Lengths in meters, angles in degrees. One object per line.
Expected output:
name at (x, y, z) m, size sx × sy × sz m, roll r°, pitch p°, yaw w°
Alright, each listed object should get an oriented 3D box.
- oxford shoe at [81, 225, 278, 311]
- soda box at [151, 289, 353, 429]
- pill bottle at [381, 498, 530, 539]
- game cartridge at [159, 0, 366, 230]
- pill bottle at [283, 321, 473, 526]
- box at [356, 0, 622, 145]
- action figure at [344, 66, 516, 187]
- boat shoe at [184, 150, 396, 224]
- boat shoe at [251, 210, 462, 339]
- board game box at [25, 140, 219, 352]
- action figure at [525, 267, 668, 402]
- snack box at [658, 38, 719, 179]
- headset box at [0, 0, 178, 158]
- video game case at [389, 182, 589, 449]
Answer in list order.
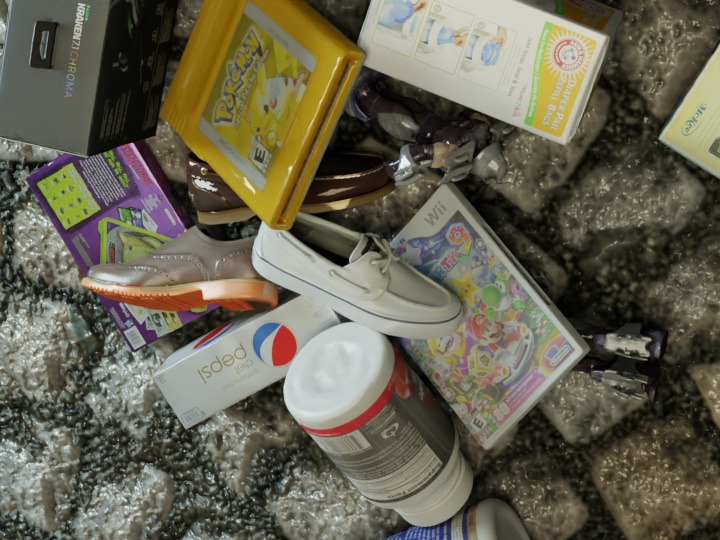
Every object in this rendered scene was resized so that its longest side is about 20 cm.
oxford shoe at (-0.167, -0.002, 1.696) m, size 0.198 × 0.071 × 0.074 m, roll 0°, pitch 79°, yaw 18°
soda box at (-0.096, 0.072, 1.718) m, size 0.199 × 0.068 × 0.064 m, roll -28°, pitch 101°, yaw 21°
pill bottle at (0.063, 0.303, 1.732) m, size 0.199 × 0.116 × 0.116 m, roll -24°, pitch 102°, yaw 20°
game cartridge at (-0.092, -0.162, 1.595) m, size 0.200 × 0.032 × 0.177 m, roll 43°, pitch 118°, yaw 37°
pill bottle at (0.023, 0.148, 1.662) m, size 0.110 × 0.111 × 0.200 m, roll -22°, pitch 131°, yaw 20°
box at (0.112, -0.200, 1.546) m, size 0.199 × 0.113 × 0.102 m, roll 23°, pitch 112°, yaw 8°
action figure at (0.050, -0.125, 1.578) m, size 0.199 × 0.130 × 0.070 m, roll 33°, pitch 118°, yaw 20°
boat shoe at (-0.068, -0.088, 1.654) m, size 0.198 × 0.070 × 0.071 m, roll -7°, pitch 109°, yaw 16°
boat shoe at (0.000, 0.000, 1.609) m, size 0.198 × 0.074 × 0.066 m, roll 18°, pitch 129°, yaw 1°
board game box at (-0.220, -0.033, 1.736) m, size 0.119 × 0.032 × 0.201 m, roll -26°, pitch 101°, yaw 24°
action figure at (0.177, 0.064, 1.648) m, size 0.198 × 0.069 × 0.131 m, roll 11°, pitch 116°, yaw 14°
snack box at (0.354, -0.166, 1.537) m, size 0.116 × 0.037 × 0.201 m, roll 32°, pitch 113°, yaw 2°
headset box at (-0.236, -0.199, 1.576) m, size 0.092 × 0.200 × 0.176 m, roll 13°, pitch 103°, yaw 9°
video game case at (0.098, 0.041, 1.642) m, size 0.200 × 0.018 × 0.143 m, roll 51°, pitch 121°, yaw 16°
